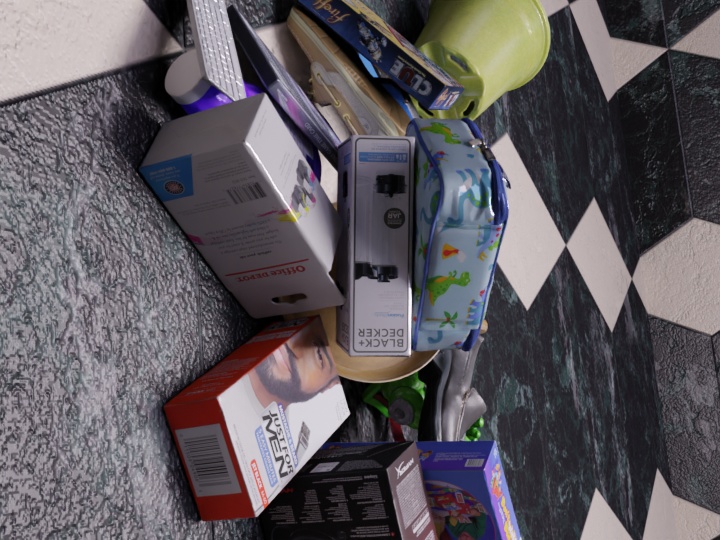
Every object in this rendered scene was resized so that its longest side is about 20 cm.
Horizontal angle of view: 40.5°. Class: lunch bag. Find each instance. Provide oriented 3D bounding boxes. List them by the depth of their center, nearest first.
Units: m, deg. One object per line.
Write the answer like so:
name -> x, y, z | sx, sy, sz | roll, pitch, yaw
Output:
lunch bag -> 0.079, -0.038, 0.945 | 0.162, 0.081, 0.203 | -107, -160, -55

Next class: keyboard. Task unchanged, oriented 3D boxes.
keyboard -> -0.136, -0.226, 0.897 | 0.056, 0.011, 0.202 | 30, 34, -43

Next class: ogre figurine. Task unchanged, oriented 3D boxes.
ogre figurine -> 0.072, 0.143, 1.143 | 0.119, 0.098, 0.202 | 26, 43, -26

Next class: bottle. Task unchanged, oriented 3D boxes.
bottle -> -0.110, -0.134, 0.940 | 0.200, 0.064, 0.085 | 40, 42, -52

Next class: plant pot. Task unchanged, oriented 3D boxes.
plant pot -> 0.005, 0.022, 1.037 | 0.028, 0.196, 0.204 | 131, -38, -65
plant pot -> 0.154, -0.309, 1.423 | 0.185, 0.198, 0.202 | -53, 128, -42

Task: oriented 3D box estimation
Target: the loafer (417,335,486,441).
loafer -> 0.101, 0.144, 1.041 | 0.073, 0.071, 0.203 | 112, -15, -59

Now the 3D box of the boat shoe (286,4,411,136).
boat shoe -> -0.025, -0.210, 1.104 | 0.201, 0.066, 0.074 | 52, 26, 8

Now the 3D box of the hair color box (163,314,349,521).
hair color box -> -0.087, 0.129, 0.897 | 0.200, 0.063, 0.113 | -40, 116, -62

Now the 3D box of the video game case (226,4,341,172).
video game case -> -0.063, -0.172, 1.021 | 0.200, 0.019, 0.144 | 48, 9, -49

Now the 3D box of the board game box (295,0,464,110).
board game box -> 0.026, -0.261, 1.131 | 0.199, 0.035, 0.135 | 41, 17, 7

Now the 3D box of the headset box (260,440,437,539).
headset box -> -0.003, 0.274, 0.920 | 0.077, 0.147, 0.204 | -27, 104, -62

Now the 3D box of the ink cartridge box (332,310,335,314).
ink cartridge box -> 0.000, 0.000, 1.137 | 0.094, 0.044, 0.202 | 57, 34, -41

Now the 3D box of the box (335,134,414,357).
box -> 0.012, -0.023, 0.939 | 0.117, 0.059, 0.204 | -159, -111, -81

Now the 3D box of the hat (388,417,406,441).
hat -> 0.035, 0.278, 1.102 | 0.176, 0.166, 0.200 | 46, 5, 3

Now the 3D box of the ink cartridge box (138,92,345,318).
ink cartridge box -> -0.094, -0.051, 0.888 | 0.201, 0.113, 0.069 | 59, 34, -38

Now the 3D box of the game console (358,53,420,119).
game console -> 0.054, -0.199, 1.244 | 0.119, 0.169, 0.201 | -52, 132, -22

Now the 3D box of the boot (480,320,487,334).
boot -> 0.106, 0.009, 1.275 | 0.200, 0.071, 0.169 | 107, -32, -87

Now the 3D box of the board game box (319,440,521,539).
board game box -> 0.051, 0.239, 0.973 | 0.045, 0.197, 0.136 | -52, 130, -54
